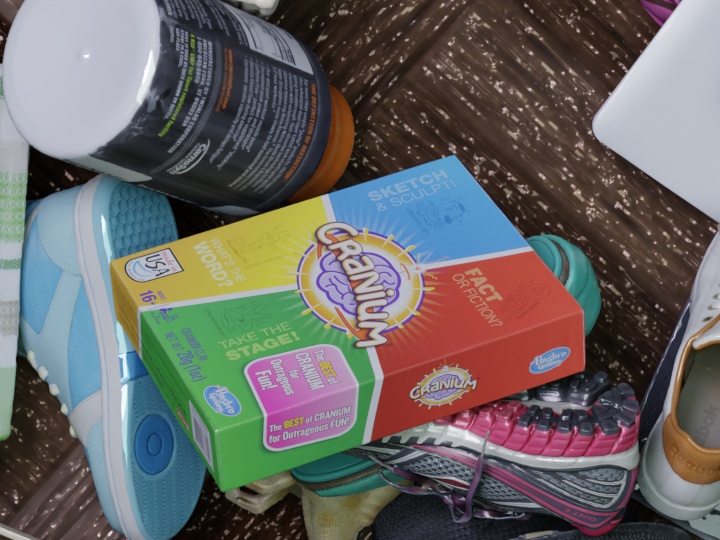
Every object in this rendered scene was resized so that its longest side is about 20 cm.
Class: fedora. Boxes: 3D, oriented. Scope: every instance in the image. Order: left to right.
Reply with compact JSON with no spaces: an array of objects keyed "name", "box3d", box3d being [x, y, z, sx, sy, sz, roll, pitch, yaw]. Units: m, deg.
[{"name":"fedora","box3d":[0.078,0.154,1.523,0.199,0.201,0.092,-14,59,-2]}]

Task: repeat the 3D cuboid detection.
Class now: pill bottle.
[{"name":"pill bottle","box3d":[-0.085,-0.089,1.468,0.106,0.200,0.107,-9,74,33]}]

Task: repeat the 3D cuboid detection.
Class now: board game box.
[{"name":"board game box","box3d":[-0.008,0.023,1.423,0.199,0.153,0.041,-18,130,-18]}]

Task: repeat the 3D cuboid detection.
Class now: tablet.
[{"name":"tablet","box3d":[0.227,-0.125,1.533,0.130,0.014,0.200,31,101,-31]}]

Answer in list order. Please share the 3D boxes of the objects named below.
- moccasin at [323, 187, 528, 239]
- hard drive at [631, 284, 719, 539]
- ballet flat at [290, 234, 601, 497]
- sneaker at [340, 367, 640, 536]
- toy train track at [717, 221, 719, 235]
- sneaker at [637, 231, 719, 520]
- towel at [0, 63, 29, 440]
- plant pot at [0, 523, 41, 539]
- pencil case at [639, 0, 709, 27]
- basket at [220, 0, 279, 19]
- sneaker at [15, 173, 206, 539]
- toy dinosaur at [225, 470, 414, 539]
[{"name":"moccasin","box3d":[0.000,-0.002,1.545,0.200,0.078,0.074,-8,114,-6]},{"name":"hard drive","box3d":[0.250,0.103,1.566,0.199,0.042,0.136,25,89,0]},{"name":"ballet flat","box3d":[0.053,0.064,1.507,0.200,0.067,0.070,-41,135,13]},{"name":"sneaker","box3d":[0.043,0.090,1.434,0.199,0.081,0.075,9,120,19]},{"name":"toy train track","box3d":[0.283,-0.020,1.523,0.199,0.033,0.115,1,59,-30]},{"name":"sneaker","box3d":[0.209,0.034,1.494,0.072,0.085,0.201,21,61,2]},{"name":"towel","box3d":[-0.238,-0.010,1.445,0.149,0.031,0.201,1,95,-43]},{"name":"plant pot","box3d":[-0.203,0.224,1.485,0.199,0.177,0.201,22,90,-2]},{"name":"pencil case","box3d":[0.225,-0.222,1.543,0.200,0.091,0.094,-37,79,-3]},{"name":"basket","box3d":[-0.074,-0.239,1.509,0.123,0.136,0.201,22,90,-6]},{"name":"sneaker","box3d":[-0.155,0.051,1.524,0.130,0.079,0.201,-7,88,35]},{"name":"toy dinosaur","box3d":[-0.022,0.117,1.551,0.101,0.058,0.201,12,90,-3]}]
